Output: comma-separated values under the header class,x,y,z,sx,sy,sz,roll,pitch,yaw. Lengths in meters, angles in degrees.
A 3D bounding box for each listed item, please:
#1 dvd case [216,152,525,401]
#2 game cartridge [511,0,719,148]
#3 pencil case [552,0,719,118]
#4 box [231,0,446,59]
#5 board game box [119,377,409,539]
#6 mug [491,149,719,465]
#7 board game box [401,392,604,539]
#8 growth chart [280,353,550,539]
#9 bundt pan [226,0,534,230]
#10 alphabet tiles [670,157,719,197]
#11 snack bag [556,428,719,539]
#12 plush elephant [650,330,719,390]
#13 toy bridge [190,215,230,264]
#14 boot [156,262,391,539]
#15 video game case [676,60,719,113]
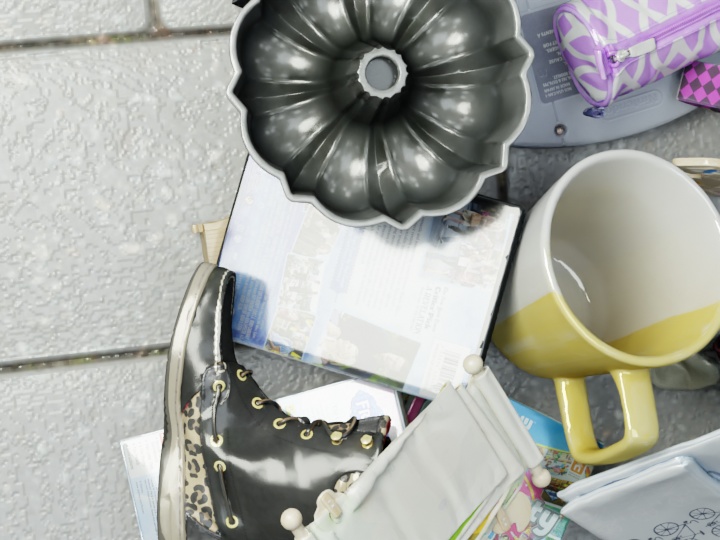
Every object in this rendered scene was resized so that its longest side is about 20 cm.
class,x,y,z,sx,sy,sz,roll,pitch,yaw
dvd case,0.000,0.000,1.270,0.199,0.018,0.143,16,89,14
game cartridge,0.183,-0.164,1.366,0.199,0.041,0.134,-17,95,-12
pencil case,0.232,-0.188,1.315,0.200,0.085,0.084,-28,100,-11
box,0.013,-0.253,1.293,0.141,0.079,0.201,22,89,-10
board game box,-0.047,0.189,1.279,0.199,0.041,0.201,-14,80,4
mug,0.151,0.024,1.296,0.149,0.153,0.187,31,65,-13
board game box,0.064,0.182,1.341,0.147,0.064,0.201,26,84,-11
growth chart,0.045,0.154,1.214,0.200,0.018,0.145,-40,122,-28
bundt pan,0.008,-0.125,1.219,0.201,0.076,0.203,0,90,-9
alphabet tiles,0.314,-0.065,1.318,0.195,0.199,0.015,11,82,-52
snack bag,0.269,0.164,1.302,0.200,0.021,0.188,-26,137,28
plush elephant,0.291,0.035,1.357,0.155,0.200,0.165,30,73,8
toy bridge,-0.023,-0.043,1.328,0.199,0.027,0.067,-8,95,-13
boot,-0.054,0.100,1.236,0.150,0.073,0.201,5,84,9
video game case,0.353,-0.103,1.309,0.181,0.200,0.036,12,96,-30
